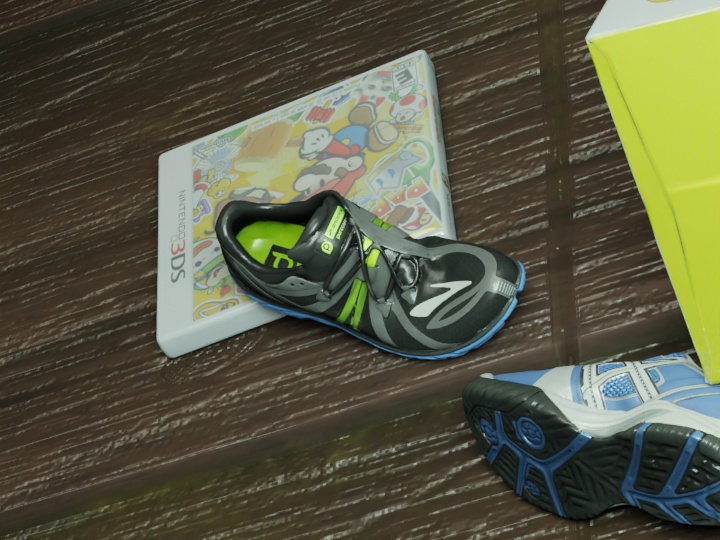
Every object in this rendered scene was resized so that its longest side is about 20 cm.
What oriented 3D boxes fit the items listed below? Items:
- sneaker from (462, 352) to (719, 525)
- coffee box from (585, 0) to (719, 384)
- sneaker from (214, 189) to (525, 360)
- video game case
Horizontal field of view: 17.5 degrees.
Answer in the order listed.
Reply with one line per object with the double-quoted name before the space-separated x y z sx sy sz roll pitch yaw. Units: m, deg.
"sneaker" 0.139 0.083 1.218 0.200 0.076 0.077 9 37 43
"coffee box" 0.254 -0.085 1.162 0.200 0.200 0.198 -11 24 26
"sneaker" 0.000 0.000 1.362 0.200 0.083 0.071 12 70 27
"video game case" -0.039 -0.045 1.495 0.200 0.023 0.182 -20 41 14
